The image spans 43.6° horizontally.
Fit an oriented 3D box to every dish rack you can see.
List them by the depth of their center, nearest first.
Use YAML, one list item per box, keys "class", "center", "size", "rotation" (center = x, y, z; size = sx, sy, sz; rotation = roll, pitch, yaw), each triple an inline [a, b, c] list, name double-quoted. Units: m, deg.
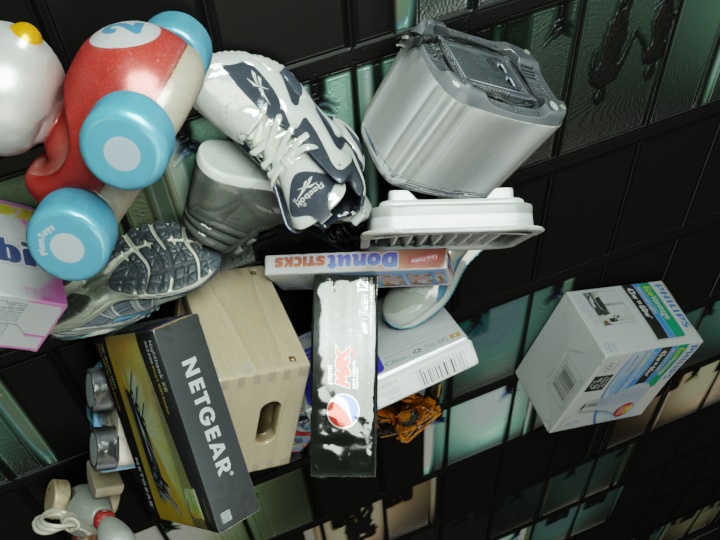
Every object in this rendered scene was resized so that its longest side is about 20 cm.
- class: "dish rack"
  center: [0.082, -0.047, 0.890]
  size: [0.168, 0.045, 0.200]
  rotation: [-2, 175, -1]

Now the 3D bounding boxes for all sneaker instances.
- class: "sneaker"
  center: [-0.063, -0.101, 0.786]
  size: [0.079, 0.131, 0.198]
  rotation: [-37, 134, 18]
- class: "sneaker"
  center: [-0.087, -0.061, 0.893]
  size: [0.197, 0.072, 0.100]
  rotation: [10, 133, -33]
- class: "sneaker"
  center: [-0.232, 0.015, 0.902]
  size: [0.196, 0.079, 0.087]
  rotation: [-17, 157, -2]
- class: "sneaker"
  center: [0.084, -0.025, 1.028]
  size: [0.080, 0.076, 0.201]
  rotation: [34, 95, -36]

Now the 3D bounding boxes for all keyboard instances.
- class: "keyboard"
  center: [-0.026, -0.023, 1.020]
  size: [0.102, 0.040, 0.199]
  rotation: [-16, 154, 29]

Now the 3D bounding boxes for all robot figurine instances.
- class: "robot figurine"
  center: [0.047, 0.196, 1.308]
  size: [0.145, 0.059, 0.199]
  rotation: [-43, 143, 12]

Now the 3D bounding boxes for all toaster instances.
- class: "toaster"
  center: [0.088, -0.147, 0.856]
  size: [0.197, 0.115, 0.130]
  rotation: [3, 138, -38]

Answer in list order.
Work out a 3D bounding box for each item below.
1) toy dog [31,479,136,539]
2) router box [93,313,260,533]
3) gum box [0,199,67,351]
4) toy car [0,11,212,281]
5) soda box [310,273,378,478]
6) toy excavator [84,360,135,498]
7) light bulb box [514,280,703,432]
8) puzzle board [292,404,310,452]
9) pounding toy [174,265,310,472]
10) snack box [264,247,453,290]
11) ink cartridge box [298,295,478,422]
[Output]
- class: "toy dog"
  center: [-0.339, 0.331, 1.127]
  size: [0.129, 0.200, 0.099]
  rotation: [9, 96, -13]
- class: "router box"
  center: [-0.187, 0.150, 0.901]
  size: [0.052, 0.204, 0.156]
  rotation: [-21, -174, -37]
- class: "gum box"
  center: [-0.345, -0.008, 0.746]
  size: [0.198, 0.115, 0.066]
  rotation: [15, 129, -43]
- class: "toy car"
  center: [-0.232, -0.133, 0.656]
  size: [0.198, 0.186, 0.177]
  rotation: [31, 121, -19]
- class: "soda box"
  center: [-0.017, 0.108, 0.927]
  size: [0.069, 0.205, 0.063]
  rotation: [1, 169, 0]
- class: "toy excavator"
  center: [-0.282, 0.187, 1.060]
  size: [0.098, 0.199, 0.199]
  rotation: [-4, 96, -28]
- class: "light bulb box"
  center: [0.379, 0.133, 1.393]
  size: [0.196, 0.126, 0.200]
  rotation: [-5, 140, -26]
- class: "puzzle board"
  center: [-0.122, 0.209, 1.257]
  size: [0.197, 0.018, 0.151]
  rotation: [10, 131, -42]
- class: "pounding toy"
  center: [-0.128, 0.115, 1.009]
  size: [0.139, 0.185, 0.203]
  rotation: [-7, 133, -24]
- class: "snack box"
  center: [0.000, 0.000, 0.971]
  size: [0.195, 0.025, 0.072]
  rotation: [-2, 164, 11]
- class: "ink cartridge box"
  center: [0.018, 0.095, 1.057]
  size: [0.195, 0.200, 0.044]
  rotation: [-24, 111, -2]
